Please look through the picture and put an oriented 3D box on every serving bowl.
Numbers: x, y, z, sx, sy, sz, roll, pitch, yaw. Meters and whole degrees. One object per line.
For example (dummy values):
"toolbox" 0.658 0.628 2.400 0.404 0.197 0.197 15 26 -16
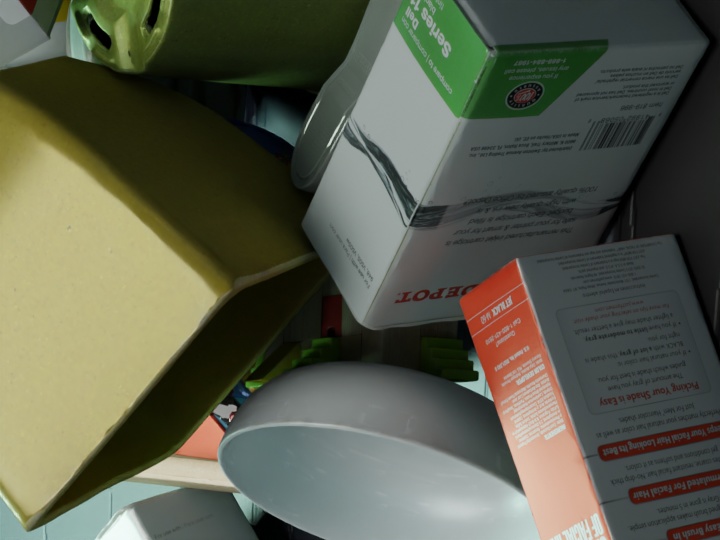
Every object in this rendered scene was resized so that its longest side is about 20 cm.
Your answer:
"serving bowl" 0.023 0.102 1.600 0.200 0.200 0.066 -22 46 55

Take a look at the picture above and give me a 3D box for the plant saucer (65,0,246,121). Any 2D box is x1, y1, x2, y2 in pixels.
"plant saucer" -0.135 -0.136 1.745 0.050 0.200 0.201 -5 93 25

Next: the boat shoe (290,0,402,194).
"boat shoe" 0.032 -0.122 1.573 0.200 0.060 0.076 -56 29 23

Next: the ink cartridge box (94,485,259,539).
"ink cartridge box" -0.102 0.256 1.852 0.200 0.084 0.146 60 141 15

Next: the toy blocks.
"toy blocks" 0.000 0.000 1.682 0.200 0.100 0.137 -8 78 61

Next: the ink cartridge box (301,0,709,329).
"ink cartridge box" 0.073 -0.070 1.502 0.083 0.146 0.200 58 138 34

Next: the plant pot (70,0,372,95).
"plant pot" -0.063 -0.183 1.635 0.200 0.189 0.201 13 107 53

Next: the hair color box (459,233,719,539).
"hair color box" 0.139 0.089 1.472 0.064 0.111 0.201 -39 65 52

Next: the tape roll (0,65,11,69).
"tape roll" -0.225 -0.031 1.777 0.202 0.037 0.204 19 121 34

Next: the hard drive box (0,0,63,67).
"hard drive box" -0.236 -0.226 1.656 0.077 0.156 0.200 -26 29 23

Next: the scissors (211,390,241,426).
"scissors" -0.089 0.089 1.776 0.073 0.014 0.200 -37 86 22

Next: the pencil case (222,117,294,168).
"pencil case" -0.104 0.005 1.705 0.200 0.087 0.078 -62 22 21

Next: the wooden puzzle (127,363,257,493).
"wooden puzzle" -0.118 0.050 1.801 0.199 0.037 0.186 3 102 17

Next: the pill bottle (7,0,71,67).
"pill bottle" -0.221 -0.172 1.830 0.112 0.112 0.201 -36 68 52

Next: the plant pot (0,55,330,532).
"plant pot" -0.155 -0.010 1.580 0.200 0.195 0.194 45 112 9
